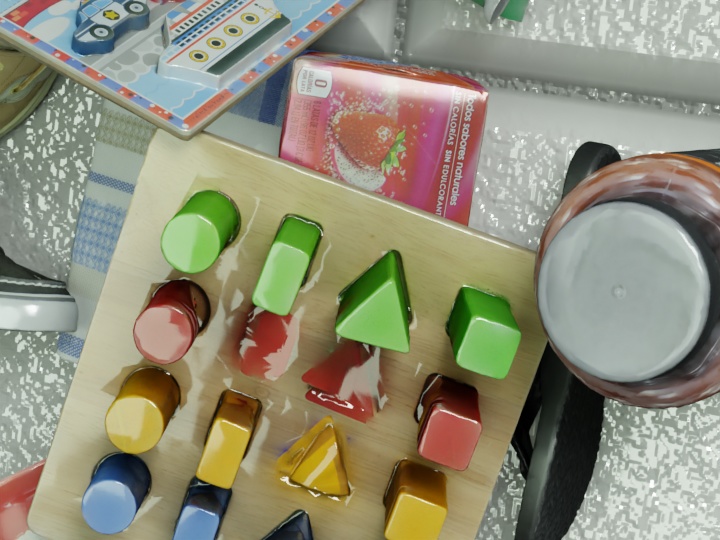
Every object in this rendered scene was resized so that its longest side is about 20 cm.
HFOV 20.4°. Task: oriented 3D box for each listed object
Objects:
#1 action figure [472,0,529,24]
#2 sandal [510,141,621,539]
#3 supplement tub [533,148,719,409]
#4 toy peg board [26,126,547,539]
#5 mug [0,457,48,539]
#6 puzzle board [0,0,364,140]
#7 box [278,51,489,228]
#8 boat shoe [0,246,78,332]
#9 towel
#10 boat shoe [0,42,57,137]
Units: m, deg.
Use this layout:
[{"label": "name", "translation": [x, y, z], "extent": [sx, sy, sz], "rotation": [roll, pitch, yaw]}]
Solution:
[{"label": "action figure", "translation": [-0.010, -0.189, 0.949], "extent": [0.199, 0.118, 0.055], "rotation": [31, 63, 17]}, {"label": "sandal", "translation": [0.091, 0.038, 0.963], "extent": [0.045, 0.075, 0.202], "rotation": [7, 89, 22]}, {"label": "supplement tub", "translation": [0.138, 0.001, 0.868], "extent": [0.106, 0.200, 0.108], "rotation": [2, 95, 23]}, {"label": "toy peg board", "translation": [-0.031, 0.064, 0.879], "extent": [0.198, 0.098, 0.201], "rotation": [20, 98, -1]}, {"label": "mug", "translation": [-0.113, 0.185, 1.027], "extent": [0.177, 0.133, 0.201], "rotation": [-27, 87, 24]}, {"label": "puzzle board", "translation": [-0.085, -0.145, 0.960], "extent": [0.150, 0.200, 0.017], "rotation": [28, 134, 18]}, {"label": "box", "translation": [0.000, 0.000, 0.968], "extent": [0.095, 0.100, 0.202], "rotation": [9, 98, 0]}, {"label": "boat shoe", "translation": [-0.235, -0.005, 1.088], "extent": [0.198, 0.068, 0.057], "rotation": [11, 93, 30]}, {"label": "towel", "translation": [-0.080, -0.027, 1.052], "extent": [0.146, 0.024, 0.202], "rotation": [16, 99, 21]}, {"label": "boat shoe", "translation": [-0.187, -0.134, 1.064], "extent": [0.200, 0.066, 0.074], "rotation": [-44, 79, 21]}]
